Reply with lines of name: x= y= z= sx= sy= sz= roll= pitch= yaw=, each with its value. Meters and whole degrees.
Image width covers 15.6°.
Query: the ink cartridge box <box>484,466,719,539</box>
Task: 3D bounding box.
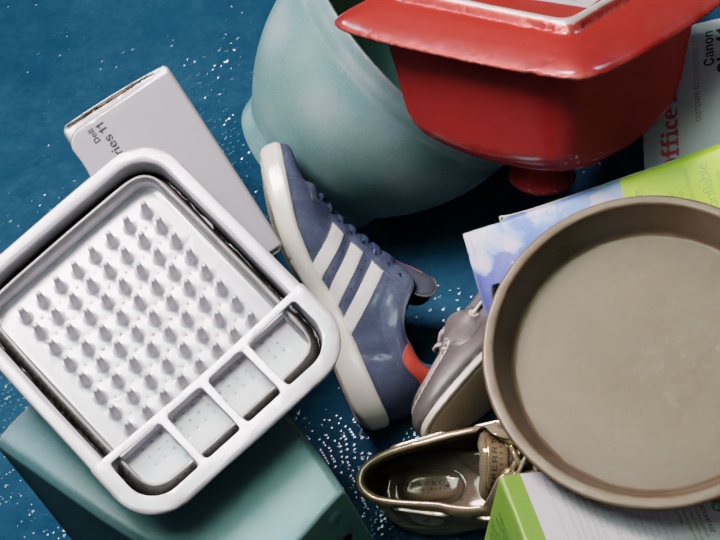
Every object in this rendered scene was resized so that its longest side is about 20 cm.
ink cartridge box: x=0.188 y=0.187 z=1.531 sx=0.199 sy=0.076 sz=0.148 roll=-4 pitch=44 yaw=-16

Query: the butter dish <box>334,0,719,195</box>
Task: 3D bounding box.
butter dish: x=0.115 y=-0.119 z=1.665 sx=0.199 sy=0.149 sz=0.200 roll=15 pitch=30 yaw=34

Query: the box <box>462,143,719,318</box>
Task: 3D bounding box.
box: x=0.175 y=0.003 z=1.622 sx=0.199 sy=0.048 sz=0.123 roll=-19 pitch=76 yaw=15

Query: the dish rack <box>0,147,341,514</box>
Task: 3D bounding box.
dish rack: x=-0.127 y=0.040 z=1.613 sx=0.172 sy=0.044 sz=0.200 roll=-42 pitch=72 yaw=-10

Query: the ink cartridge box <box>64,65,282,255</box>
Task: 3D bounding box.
ink cartridge box: x=-0.127 y=-0.055 z=1.765 sx=0.083 sy=0.147 sz=0.200 roll=-33 pitch=6 yaw=-3

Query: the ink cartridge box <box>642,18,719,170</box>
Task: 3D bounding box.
ink cartridge box: x=0.286 y=-0.096 z=1.694 sx=0.199 sy=0.086 sz=0.148 roll=-11 pitch=50 yaw=17

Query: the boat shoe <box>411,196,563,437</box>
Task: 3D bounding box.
boat shoe: x=0.090 y=0.030 z=1.701 sx=0.057 sy=0.067 sz=0.200 roll=34 pitch=66 yaw=25

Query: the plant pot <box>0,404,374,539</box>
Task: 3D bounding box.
plant pot: x=-0.096 y=0.141 z=1.664 sx=0.200 sy=0.141 sz=0.141 roll=34 pitch=74 yaw=33

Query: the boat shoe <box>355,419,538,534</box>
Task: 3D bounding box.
boat shoe: x=0.095 y=0.126 z=1.613 sx=0.199 sy=0.064 sz=0.072 roll=-13 pitch=69 yaw=24

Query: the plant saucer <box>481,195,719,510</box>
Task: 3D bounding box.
plant saucer: x=0.171 y=0.050 z=1.547 sx=0.199 sy=0.030 sz=0.201 roll=-3 pitch=64 yaw=6

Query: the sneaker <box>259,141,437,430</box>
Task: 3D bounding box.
sneaker: x=0.000 y=0.000 z=1.729 sx=0.084 sy=0.075 sz=0.201 roll=-24 pitch=88 yaw=-3

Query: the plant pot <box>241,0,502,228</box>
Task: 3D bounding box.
plant pot: x=0.003 y=-0.113 z=1.798 sx=0.134 sy=0.200 sz=0.201 roll=-45 pitch=41 yaw=26
